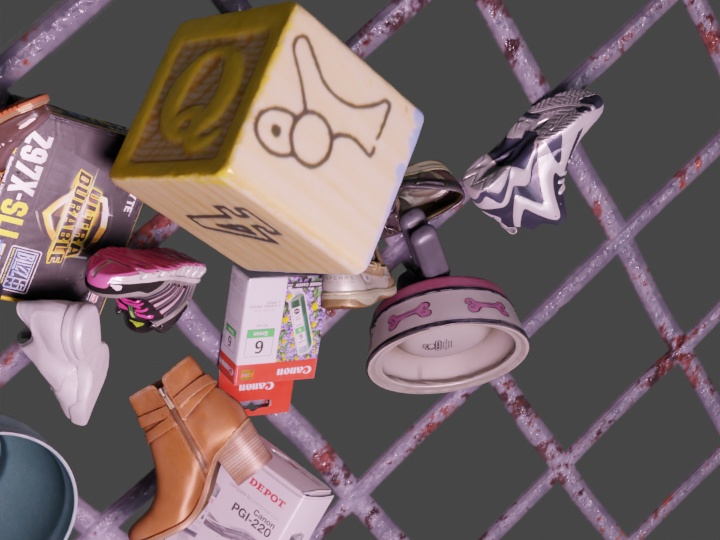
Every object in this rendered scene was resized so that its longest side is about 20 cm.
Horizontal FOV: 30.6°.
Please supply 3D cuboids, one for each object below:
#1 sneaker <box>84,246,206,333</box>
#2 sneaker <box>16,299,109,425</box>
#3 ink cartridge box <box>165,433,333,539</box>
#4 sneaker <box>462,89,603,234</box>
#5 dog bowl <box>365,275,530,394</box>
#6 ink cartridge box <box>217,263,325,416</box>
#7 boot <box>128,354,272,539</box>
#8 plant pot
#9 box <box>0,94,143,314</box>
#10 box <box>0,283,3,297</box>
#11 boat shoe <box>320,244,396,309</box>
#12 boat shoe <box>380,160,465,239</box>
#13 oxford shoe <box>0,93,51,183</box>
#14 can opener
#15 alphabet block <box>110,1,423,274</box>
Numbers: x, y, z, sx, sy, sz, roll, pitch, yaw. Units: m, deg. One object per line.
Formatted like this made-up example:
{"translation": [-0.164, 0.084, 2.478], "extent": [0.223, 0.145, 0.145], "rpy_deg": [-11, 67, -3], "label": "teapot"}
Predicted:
{"translation": [-0.226, 0.026, 1.367], "extent": [0.200, 0.074, 0.088], "rpy_deg": [-6, 115, -73], "label": "sneaker"}
{"translation": [-0.318, 0.089, 1.387], "extent": [0.088, 0.075, 0.200], "rpy_deg": [12, 142, 3], "label": "sneaker"}
{"translation": [-0.145, 0.306, 1.548], "extent": [0.200, 0.146, 0.085], "rpy_deg": [-60, 155, 5], "label": "ink cartridge box"}
{"translation": [0.234, -0.123, 1.629], "extent": [0.199, 0.079, 0.130], "rpy_deg": [-44, 129, -6], "label": "sneaker"}
{"translation": [0.101, 0.077, 1.593], "extent": [0.200, 0.074, 0.200], "rpy_deg": [-7, 152, -4], "label": "dog bowl"}
{"translation": [-0.105, 0.090, 1.538], "extent": [0.109, 0.050, 0.200], "rpy_deg": [-3, 113, -32], "label": "ink cartridge box"}
{"translation": [-0.217, 0.206, 1.487], "extent": [0.200, 0.074, 0.155], "rpy_deg": [-39, 91, 0], "label": "boot"}
{"translation": [-0.410, 0.223, 1.359], "extent": [0.200, 0.134, 0.201], "rpy_deg": [-14, 120, -26], "label": "plant pot"}
{"translation": [-0.309, -0.062, 1.339], "extent": [0.159, 0.049, 0.200], "rpy_deg": [16, 104, -34], "label": "box"}
{"translation": [-0.458, 0.000, 1.192], "extent": [0.200, 0.104, 0.182], "rpy_deg": [-15, 125, 7], "label": "box"}
{"translation": [0.000, 0.000, 1.496], "extent": [0.074, 0.200, 0.067], "rpy_deg": [-1, 96, 8], "label": "boat shoe"}
{"translation": [0.030, -0.074, 1.533], "extent": [0.200, 0.065, 0.073], "rpy_deg": [-25, 125, -19], "label": "boat shoe"}
{"translation": [-0.358, -0.093, 1.245], "extent": [0.200, 0.071, 0.073], "rpy_deg": [-35, 99, 15], "label": "oxford shoe"}
{"translation": [0.069, 0.000, 1.562], "extent": [0.067, 0.053, 0.200], "rpy_deg": [-31, 151, -3], "label": "can opener"}
{"translation": [-0.090, -0.124, 1.309], "extent": [0.200, 0.196, 0.196], "rpy_deg": [37, 65, -38], "label": "alphabet block"}
